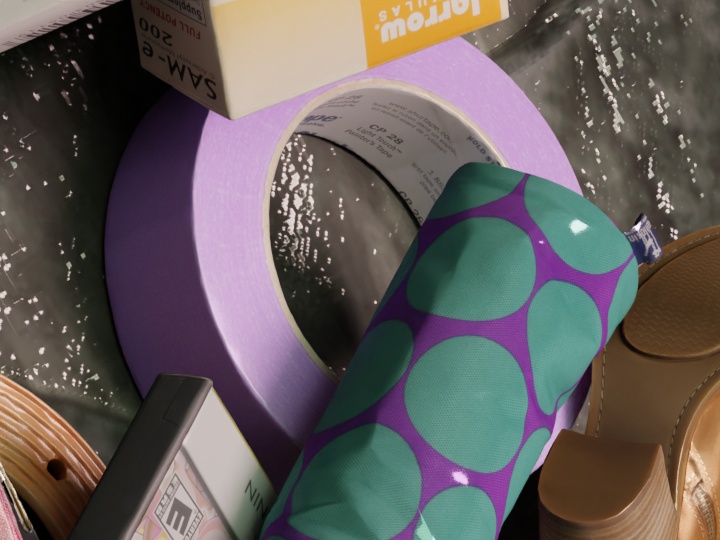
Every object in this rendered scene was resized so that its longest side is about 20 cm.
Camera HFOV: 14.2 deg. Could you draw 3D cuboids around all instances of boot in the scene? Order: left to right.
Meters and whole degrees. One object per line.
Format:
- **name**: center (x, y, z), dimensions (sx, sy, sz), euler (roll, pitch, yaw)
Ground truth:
- **boot**: center (0.133, 0.090, 1.164), dimensions (0.155, 0.077, 0.200), euler (78, 32, -42)

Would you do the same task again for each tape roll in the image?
- **tape roll**: center (0.000, 0.000, 1.133), dimensions (0.200, 0.066, 0.200), euler (14, 67, -35)

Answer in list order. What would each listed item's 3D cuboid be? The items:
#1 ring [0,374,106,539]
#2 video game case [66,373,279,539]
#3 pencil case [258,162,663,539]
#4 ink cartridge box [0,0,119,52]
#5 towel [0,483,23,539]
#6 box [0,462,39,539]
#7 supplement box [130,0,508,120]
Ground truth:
- **ring**: center (-0.152, 0.122, 0.994), dimensions (0.200, 0.019, 0.201), euler (18, 59, -34)
- **video game case**: center (-0.066, 0.168, 1.000), dimensions (0.200, 0.025, 0.181), euler (-63, 142, -33)
- **pencil case**: center (0.034, 0.056, 1.044), dimensions (0.092, 0.085, 0.200), euler (50, 52, -28)
- **ink cartridge box**: center (-0.173, -0.165, 0.998), dimensions (0.050, 0.161, 0.200), euler (-8, 76, -80)
- **towel**: center (-0.188, 0.106, 0.854), dimensions (0.200, 0.023, 0.144), euler (-24, 94, -32)
- **box**: center (-0.209, 0.072, 0.908), dimensions (0.200, 0.050, 0.199), euler (-33, 100, -43)
- **supplement box**: center (-0.025, -0.171, 1.030), dimensions (0.126, 0.074, 0.200), euler (-23, 121, -24)
